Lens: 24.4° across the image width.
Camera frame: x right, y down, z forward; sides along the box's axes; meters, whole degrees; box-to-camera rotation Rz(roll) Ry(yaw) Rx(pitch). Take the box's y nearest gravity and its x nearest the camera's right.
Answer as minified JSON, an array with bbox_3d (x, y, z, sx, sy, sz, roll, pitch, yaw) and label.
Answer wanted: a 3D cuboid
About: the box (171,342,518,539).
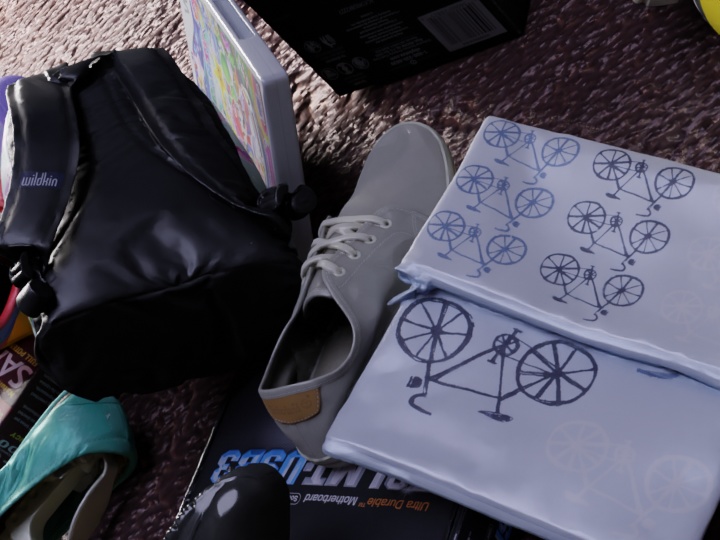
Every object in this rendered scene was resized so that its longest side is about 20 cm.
[{"bbox_3d":[0.000,0.096,0.836,0.199,0.050,0.200,-4,55,45],"label":"box"}]

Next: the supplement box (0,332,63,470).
[{"bbox_3d":[-0.189,0.035,1.074,0.109,0.061,0.201,24,78,53],"label":"supplement box"}]

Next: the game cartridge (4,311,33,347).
[{"bbox_3d":[-0.223,-0.023,1.088,0.199,0.032,0.177,-26,42,32],"label":"game cartridge"}]

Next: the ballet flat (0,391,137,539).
[{"bbox_3d":[-0.204,0.158,0.982,0.200,0.067,0.070,-49,50,5],"label":"ballet flat"}]

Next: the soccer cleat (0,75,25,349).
[{"bbox_3d":[-0.215,-0.036,1.000,0.076,0.066,0.202,-32,41,52],"label":"soccer cleat"}]

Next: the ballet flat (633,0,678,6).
[{"bbox_3d":[0.151,-0.181,0.878,0.067,0.073,0.200,-5,22,-3],"label":"ballet flat"}]

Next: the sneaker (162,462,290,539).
[{"bbox_3d":[-0.048,0.185,0.749,0.090,0.076,0.202,17,107,33],"label":"sneaker"}]

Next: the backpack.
[{"bbox_3d":[-0.128,-0.029,0.914,0.165,0.127,0.201,-11,45,-19],"label":"backpack"}]

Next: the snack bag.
[{"bbox_3d":[0.095,0.028,0.746,0.187,0.021,0.201,19,64,28],"label":"snack bag"}]

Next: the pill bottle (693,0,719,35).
[{"bbox_3d":[0.229,-0.109,0.718,0.112,0.112,0.200,-42,37,10],"label":"pill bottle"}]

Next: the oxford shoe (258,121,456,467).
[{"bbox_3d":[0.000,0.000,0.833,0.075,0.058,0.201,-14,46,42],"label":"oxford shoe"}]

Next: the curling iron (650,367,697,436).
[{"bbox_3d":[0.121,0.015,0.794,0.049,0.026,0.201,-27,42,18],"label":"curling iron"}]

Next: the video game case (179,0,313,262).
[{"bbox_3d":[-0.071,-0.095,1.009,0.018,0.144,0.200,-16,35,-12],"label":"video game case"}]

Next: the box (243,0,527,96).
[{"bbox_3d":[0.025,-0.238,1.036,0.148,0.124,0.202,-14,50,36],"label":"box"}]
